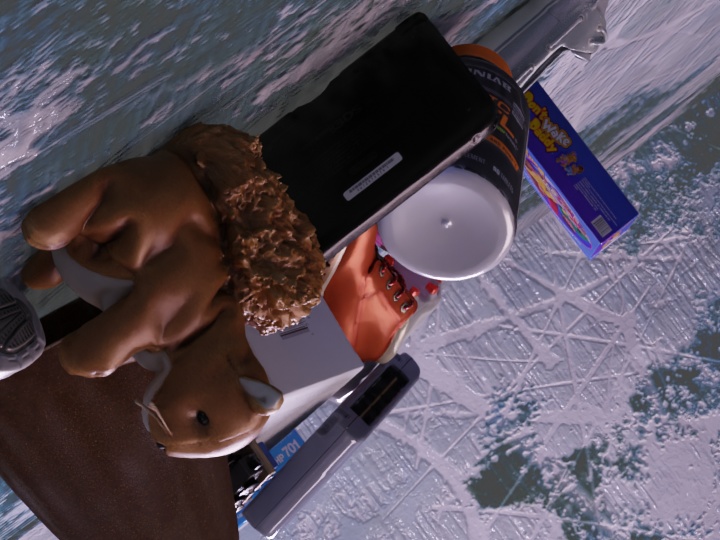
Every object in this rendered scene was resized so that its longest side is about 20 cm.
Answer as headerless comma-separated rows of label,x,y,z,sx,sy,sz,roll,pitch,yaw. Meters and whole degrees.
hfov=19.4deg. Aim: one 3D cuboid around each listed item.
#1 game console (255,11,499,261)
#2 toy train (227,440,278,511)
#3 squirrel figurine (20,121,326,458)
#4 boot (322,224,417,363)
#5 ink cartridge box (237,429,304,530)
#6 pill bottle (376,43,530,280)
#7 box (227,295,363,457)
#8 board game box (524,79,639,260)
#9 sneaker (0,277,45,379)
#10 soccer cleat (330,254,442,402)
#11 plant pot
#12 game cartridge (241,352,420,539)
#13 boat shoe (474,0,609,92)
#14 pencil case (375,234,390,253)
game console,0.000,-0.085,1.558,0.199,0.176,0.116,-38,146,3
toy train,-0.108,0.180,1.628,0.046,0.034,0.200,-27,167,-34
squirrel figurine,-0.100,0.016,1.358,0.199,0.187,0.142,-34,173,-23
boot,0.000,0.000,1.646,0.106,0.075,0.201,2,133,-18
ink cartridge box,-0.155,0.148,1.982,0.086,0.201,0.146,-33,173,-42
pill bottle,0.074,-0.092,1.613,0.106,0.106,0.201,-41,-158,32
box,-0.112,0.081,1.606,0.097,0.125,0.200,-17,161,-47
board game box,0.170,-0.108,1.924,0.045,0.201,0.134,-37,175,-2
sneaker,-0.281,0.075,1.311,0.099,0.078,0.200,-36,174,30
soccer cleat,0.014,0.046,1.848,0.078,0.069,0.200,-60,173,30
plant pot,-0.173,0.127,1.504,0.186,0.201,0.187,-26,-171,5
game cartridge,-0.025,0.141,1.690,0.133,0.040,0.200,-44,178,22
boat shoe,0.176,-0.208,1.815,0.200,0.072,0.070,-38,174,12
pencil case,0.043,-0.066,1.908,0.094,0.090,0.200,-59,-171,4
